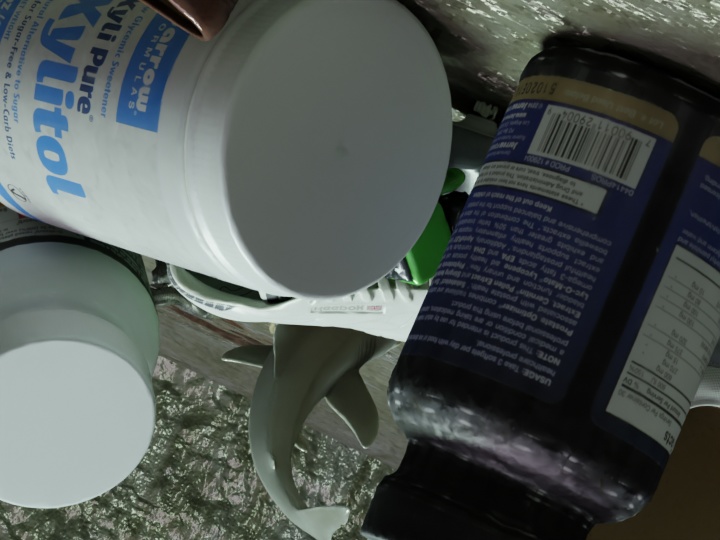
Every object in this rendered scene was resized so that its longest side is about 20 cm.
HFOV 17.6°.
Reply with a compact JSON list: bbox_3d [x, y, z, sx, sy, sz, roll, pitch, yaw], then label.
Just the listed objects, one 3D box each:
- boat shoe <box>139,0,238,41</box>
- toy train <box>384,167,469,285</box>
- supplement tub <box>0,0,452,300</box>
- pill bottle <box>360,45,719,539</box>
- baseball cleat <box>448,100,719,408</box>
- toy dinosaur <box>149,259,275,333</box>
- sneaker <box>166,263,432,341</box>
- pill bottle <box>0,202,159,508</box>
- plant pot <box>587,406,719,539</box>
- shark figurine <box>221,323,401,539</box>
[{"bbox_3d":[-0.132,-0.148,0.879,0.199,0.072,0.072,26,171,-4],"label":"boat shoe"},{"bbox_3d":[-0.020,-0.029,1.064,0.199,0.056,0.042,14,132,52],"label":"toy train"},{"bbox_3d":[-0.072,-0.069,0.993,0.199,0.133,0.132,15,167,46],"label":"supplement tub"},{"bbox_3d":[0.077,0.026,0.892,0.111,0.201,0.112,24,172,4],"label":"pill bottle"},{"bbox_3d":[0.090,0.003,1.042,0.199,0.107,0.070,26,177,7],"label":"baseball cleat"},{"bbox_3d":[-0.083,0.010,1.352,0.087,0.048,0.200,-3,175,9],"label":"toy dinosaur"},{"bbox_3d":[0.000,0.000,1.196,0.198,0.077,0.080,-4,177,10],"label":"sneaker"},{"bbox_3d":[-0.157,0.015,1.113,0.116,0.117,0.200,29,-159,-28],"label":"pill bottle"},{"bbox_3d":[0.156,0.101,1.260,0.200,0.201,0.135,32,-167,-41],"label":"plant pot"},{"bbox_3d":[-0.034,0.067,1.322,0.127,0.215,0.090,5,132,10],"label":"shark figurine"}]
